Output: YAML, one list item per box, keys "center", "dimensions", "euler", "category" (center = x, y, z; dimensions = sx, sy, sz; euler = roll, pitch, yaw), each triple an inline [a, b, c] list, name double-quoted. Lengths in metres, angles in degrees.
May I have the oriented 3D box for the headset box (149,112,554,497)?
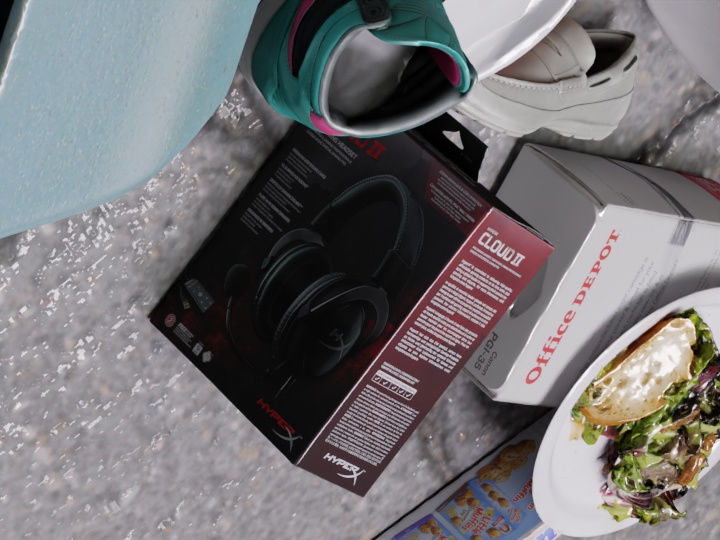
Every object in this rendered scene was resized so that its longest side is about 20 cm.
- center: [0.000, 0.000, 1.681]
  dimensions: [0.200, 0.149, 0.077]
  euler: [-53, 142, 7]
  category: "headset box"

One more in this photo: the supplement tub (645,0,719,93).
- center: [0.276, -0.203, 1.775]
  dimensions: [0.200, 0.145, 0.145]
  euler: [-38, 141, -13]
  category: "supplement tub"

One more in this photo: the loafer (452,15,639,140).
- center: [0.100, -0.118, 1.735]
  dimensions: [0.200, 0.070, 0.070]
  euler: [-4, 123, -60]
  category: "loafer"

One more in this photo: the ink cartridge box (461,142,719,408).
- center: [0.155, 0.008, 1.889]
  dimensions: [0.200, 0.083, 0.147]
  euler: [9, 116, -48]
  category: "ink cartridge box"

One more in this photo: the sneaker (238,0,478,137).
- center: [0.025, -0.144, 1.449]
  dimensions: [0.083, 0.121, 0.200]
  euler: [24, 107, -37]
  category: "sneaker"

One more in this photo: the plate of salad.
- center: [0.194, 0.097, 1.899]
  dimensions: [0.200, 0.048, 0.200]
  euler: [-26, 140, -24]
  category: "plate of salad"

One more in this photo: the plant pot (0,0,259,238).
- center: [-0.149, -0.148, 1.390]
  dimensions: [0.200, 0.196, 0.196]
  euler: [-10, 129, -47]
  category: "plant pot"

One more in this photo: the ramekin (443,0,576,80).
- center: [0.025, -0.198, 1.555]
  dimensions: [0.202, 0.094, 0.203]
  euler: [-14, 126, -20]
  category: "ramekin"

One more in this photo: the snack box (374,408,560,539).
- center: [0.104, 0.150, 1.970]
  dimensions: [0.200, 0.072, 0.024]
  euler: [-35, 141, -16]
  category: "snack box"
